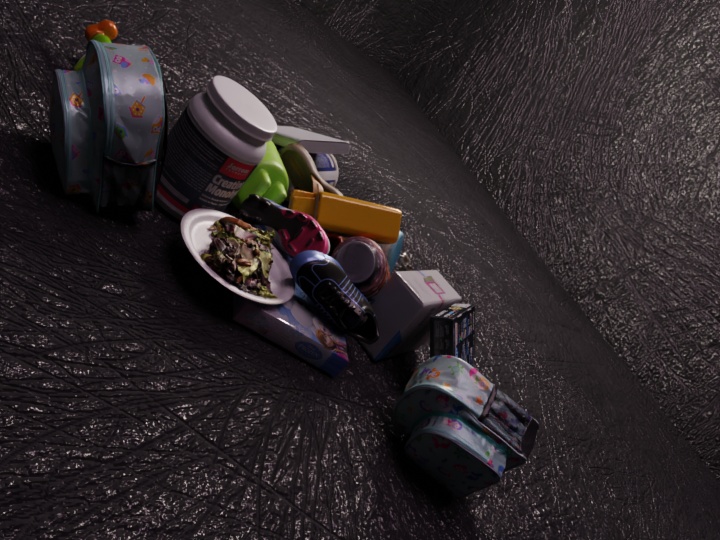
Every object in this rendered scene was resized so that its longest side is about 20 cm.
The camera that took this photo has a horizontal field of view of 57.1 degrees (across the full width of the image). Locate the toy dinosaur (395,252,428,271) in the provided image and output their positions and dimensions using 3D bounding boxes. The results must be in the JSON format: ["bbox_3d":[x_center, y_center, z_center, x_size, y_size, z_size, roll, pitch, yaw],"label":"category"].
[{"bbox_3d":[0.143,0.057,1.512,0.101,0.077,0.202,-16,67,-53],"label":"toy dinosaur"}]

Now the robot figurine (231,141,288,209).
[{"bbox_3d":[-0.201,-0.188,1.230,0.174,0.115,0.202,31,24,-45],"label":"robot figurine"}]

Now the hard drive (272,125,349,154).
[{"bbox_3d":[-0.132,-0.273,1.373,0.130,0.027,0.198,-6,22,-40],"label":"hard drive"}]

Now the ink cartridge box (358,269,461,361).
[{"bbox_3d":[0.089,0.080,1.241,0.085,0.145,0.198,47,21,21],"label":"ink cartridge box"}]

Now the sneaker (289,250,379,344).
[{"bbox_3d":[-0.033,0.046,1.046,0.199,0.070,0.078,41,12,-41],"label":"sneaker"}]

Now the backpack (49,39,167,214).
[{"bbox_3d":[-0.337,-0.202,0.892,0.150,0.202,0.178,4,44,-35],"label":"backpack"}]

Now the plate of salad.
[{"bbox_3d":[-0.173,-0.030,0.982,0.198,0.048,0.201,35,23,-17],"label":"plate of salad"}]

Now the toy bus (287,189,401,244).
[{"bbox_3d":[-0.031,-0.095,1.184,0.195,0.067,0.078,11,-3,-21],"label":"toy bus"}]

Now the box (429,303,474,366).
[{"bbox_3d":[0.167,0.172,1.187,0.158,0.045,0.206,-14,105,-66],"label":"box"}]

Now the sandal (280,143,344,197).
[{"bbox_3d":[-0.092,-0.148,1.251,0.202,0.080,0.054,54,36,-1],"label":"sandal"}]

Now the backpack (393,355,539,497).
[{"bbox_3d":[0.148,0.237,1.020,0.200,0.178,0.151,44,51,1],"label":"backpack"}]

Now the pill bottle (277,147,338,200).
[{"bbox_3d":[-0.130,-0.206,1.402,0.111,0.111,0.199,47,21,8],"label":"pill bottle"}]

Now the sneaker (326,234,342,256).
[{"bbox_3d":[-0.060,-0.033,1.253,0.077,0.085,0.200,44,21,-1],"label":"sneaker"}]

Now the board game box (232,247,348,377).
[{"bbox_3d":[-0.113,0.050,1.064,0.197,0.043,0.202,33,24,-27],"label":"board game box"}]

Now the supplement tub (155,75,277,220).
[{"bbox_3d":[-0.236,-0.185,1.044,0.139,0.200,0.141,36,23,-18],"label":"supplement tub"}]

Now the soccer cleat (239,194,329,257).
[{"bbox_3d":[-0.118,-0.065,1.113,0.198,0.071,0.086,32,-9,28],"label":"soccer cleat"}]

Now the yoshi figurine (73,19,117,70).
[{"bbox_3d":[-0.408,-0.336,1.137,0.112,0.111,0.203,26,30,-53],"label":"yoshi figurine"}]

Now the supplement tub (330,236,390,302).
[{"bbox_3d":[0.000,0.000,1.192,0.107,0.107,0.200,47,-1,9],"label":"supplement tub"}]

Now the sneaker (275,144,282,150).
[{"bbox_3d":[-0.190,-0.280,1.514,0.086,0.077,0.200,23,22,2],"label":"sneaker"}]

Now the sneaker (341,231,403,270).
[{"bbox_3d":[0.017,-0.049,1.372,0.128,0.081,0.201,27,-25,8],"label":"sneaker"}]
